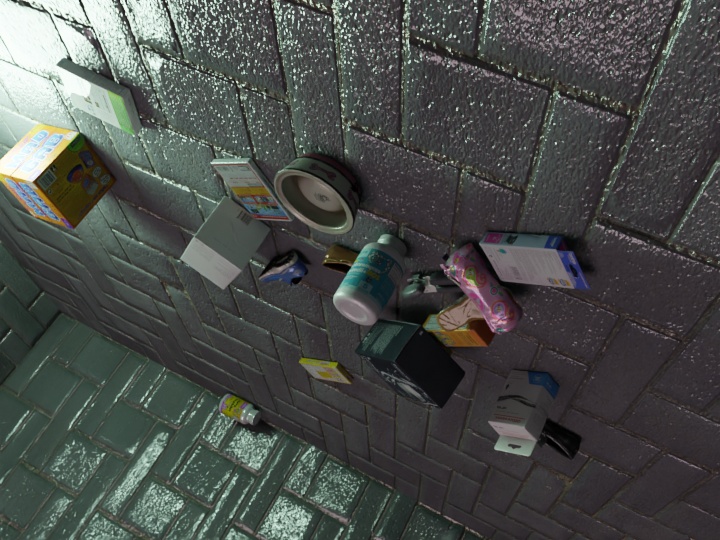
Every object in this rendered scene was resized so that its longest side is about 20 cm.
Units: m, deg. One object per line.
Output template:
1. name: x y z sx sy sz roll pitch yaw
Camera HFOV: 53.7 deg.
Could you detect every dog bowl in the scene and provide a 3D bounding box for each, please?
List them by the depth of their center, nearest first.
1. dog bowl: -0.086 -0.171 1.545 0.199 0.074 0.200 25 152 14

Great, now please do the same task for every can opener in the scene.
1. can opener: 0.177 0.041 1.632 0.053 0.067 0.200 45 151 -27

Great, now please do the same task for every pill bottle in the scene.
1. pill bottle: 0.030 0.015 1.595 0.110 0.200 0.111 24 152 14
2. pill bottle: -0.593 0.692 3.520 0.199 0.104 0.104 20 151 22

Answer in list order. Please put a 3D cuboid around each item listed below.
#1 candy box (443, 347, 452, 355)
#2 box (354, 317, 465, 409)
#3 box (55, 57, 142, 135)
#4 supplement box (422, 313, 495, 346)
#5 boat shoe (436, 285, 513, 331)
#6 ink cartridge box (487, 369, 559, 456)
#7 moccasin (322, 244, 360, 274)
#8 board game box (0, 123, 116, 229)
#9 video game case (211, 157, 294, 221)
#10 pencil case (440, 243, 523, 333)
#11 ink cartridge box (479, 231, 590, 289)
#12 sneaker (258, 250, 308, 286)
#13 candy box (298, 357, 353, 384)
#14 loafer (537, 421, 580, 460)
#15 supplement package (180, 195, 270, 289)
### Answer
1. candy box: 0.165 0.220 1.980 0.102 0.026 0.200 40 152 -8
2. box: 0.126 0.236 1.837 0.200 0.124 0.196 46 159 -23
3. box: -0.638 -0.424 1.745 0.199 0.036 0.145 28 153 11
4. supplement box: 0.239 0.145 1.746 0.067 0.069 0.200 46 153 -22
5. boat shoe: 0.261 0.074 1.606 0.200 0.069 0.071 -24 101 37
6. ink cartridge box: 0.399 0.352 1.774 0.116 0.200 0.068 -3 138 49
7. moccasin: 0.000 -0.001 1.736 0.201 0.078 0.074 23 152 17
8. board game box: -0.889 -0.276 2.077 0.199 0.200 0.200 15 149 30
9. video game case: -0.264 -0.197 1.751 0.143 0.017 0.200 7 144 41
10. pencil case: 0.255 0.039 1.493 0.200 0.087 0.087 50 150 -10
11. ink cartridge box: 0.343 -0.020 1.383 0.199 0.042 0.119 9 147 43
12. sneaker: -0.214 0.011 1.985 0.089 0.079 0.200 45 151 -19
13. candy box: -0.123 0.356 2.534 0.199 0.026 0.102 1 137 46
14. loafer: 0.510 0.457 1.981 0.200 0.071 0.068 25 152 13
15. supplement package: -0.368 -0.071 1.926 0.152 0.151 0.200 36 153 -11
